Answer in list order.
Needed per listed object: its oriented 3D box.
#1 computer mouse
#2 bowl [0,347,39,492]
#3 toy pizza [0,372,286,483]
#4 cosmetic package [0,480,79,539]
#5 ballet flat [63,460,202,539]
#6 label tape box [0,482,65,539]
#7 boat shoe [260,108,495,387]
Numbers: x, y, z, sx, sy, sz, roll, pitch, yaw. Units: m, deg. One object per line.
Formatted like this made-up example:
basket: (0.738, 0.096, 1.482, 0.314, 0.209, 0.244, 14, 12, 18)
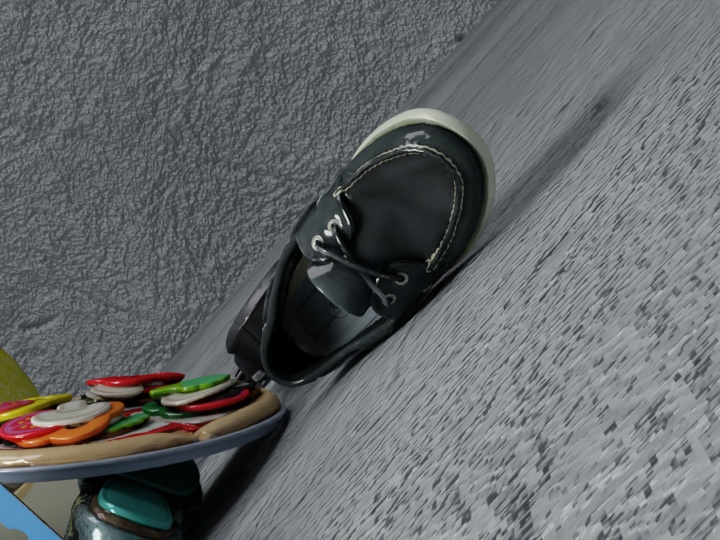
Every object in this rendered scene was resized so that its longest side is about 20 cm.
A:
computer mouse: (-0.034, 0.021, 1.015, 0.141, 0.046, 0.200, -54, -5, -17)
bowl: (-0.287, 0.156, 1.089, 0.200, 0.107, 0.201, -34, -42, -37)
toy pizza: (-0.141, 0.081, 0.851, 0.199, 0.032, 0.200, -6, 4, 0)
cosmetic package: (-0.229, 0.197, 0.996, 0.200, 0.071, 0.105, -43, -1, -30)
ballet flat: (-0.126, 0.137, 0.808, 0.074, 0.074, 0.200, -47, 2, 2)
label tape box: (-0.210, 0.179, 0.715, 0.200, 0.144, 0.063, -44, 6, 38)
boat shoe: (-0.002, -0.001, 0.736, 0.066, 0.074, 0.199, -54, 7, -37)
